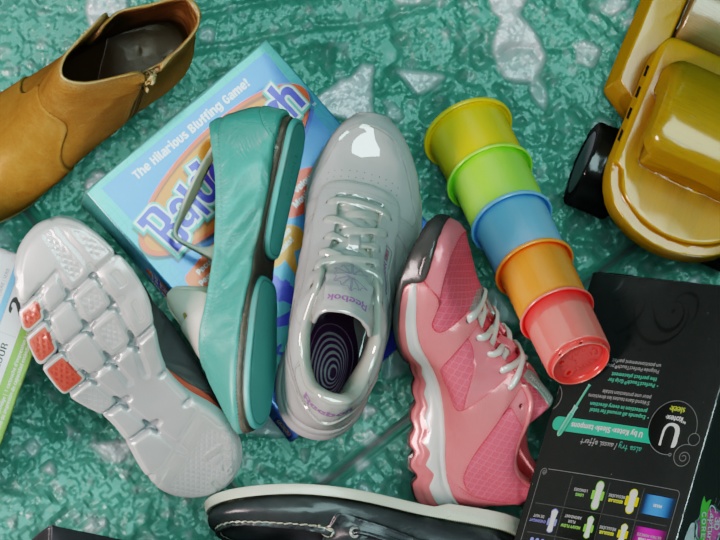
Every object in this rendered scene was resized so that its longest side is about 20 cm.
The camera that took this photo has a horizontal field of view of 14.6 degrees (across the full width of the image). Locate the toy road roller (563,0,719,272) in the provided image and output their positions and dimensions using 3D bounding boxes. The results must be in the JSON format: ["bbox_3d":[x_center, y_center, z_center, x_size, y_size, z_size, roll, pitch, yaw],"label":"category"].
[{"bbox_3d":[0.221,-0.101,1.746,0.123,0.146,0.200,24,78,-5],"label":"toy road roller"}]

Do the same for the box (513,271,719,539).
[{"bbox_3d":[0.198,0.121,1.689,0.148,0.124,0.200,28,74,-44],"label":"box"}]

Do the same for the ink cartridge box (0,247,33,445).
[{"bbox_3d":[-0.298,0.039,1.680,0.200,0.076,0.148,20,78,-6],"label":"ink cartridge box"}]

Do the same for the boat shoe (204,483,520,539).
[{"bbox_3d":[0.002,0.174,1.706,0.199,0.075,0.066,10,68,-16],"label":"boat shoe"}]

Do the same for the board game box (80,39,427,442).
[{"bbox_3d":[-0.051,-0.019,1.743,0.152,0.045,0.200,-42,89,-13],"label":"board game box"}]

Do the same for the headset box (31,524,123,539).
[{"bbox_3d":[-0.124,0.240,1.624,0.200,0.077,0.149,13,57,-24],"label":"headset box"}]

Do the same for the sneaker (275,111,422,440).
[{"bbox_3d":[0.000,0.000,1.675,0.075,0.100,0.200,10,79,-6],"label":"sneaker"}]

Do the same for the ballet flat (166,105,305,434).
[{"bbox_3d":[-0.080,-0.001,1.687,0.070,0.067,0.200,4,79,14],"label":"ballet flat"}]

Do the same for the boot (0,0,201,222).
[{"bbox_3d":[-0.187,-0.098,1.685,0.201,0.144,0.071,-34,86,-12],"label":"boot"}]

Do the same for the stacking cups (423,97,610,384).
[{"bbox_3d":[0.102,-0.019,1.708,0.060,0.061,0.200,-18,50,-11],"label":"stacking cups"}]

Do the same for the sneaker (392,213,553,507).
[{"bbox_3d":[0.074,0.056,1.693,0.087,0.074,0.200,4,120,19],"label":"sneaker"}]

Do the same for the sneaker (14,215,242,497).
[{"bbox_3d":[-0.144,0.047,1.681,0.077,0.082,0.200,-28,113,5],"label":"sneaker"}]
